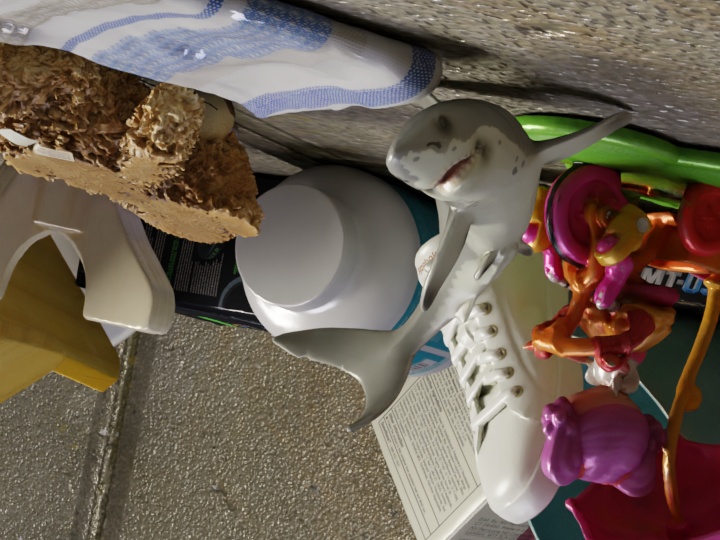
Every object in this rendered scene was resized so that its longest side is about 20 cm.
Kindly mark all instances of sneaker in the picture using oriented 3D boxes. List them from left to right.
[{"bbox_3d":[0.061,0.033,1.029,0.084,0.201,0.073,21,138,-22],"label":"sneaker"}]

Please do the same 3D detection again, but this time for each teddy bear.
[{"bbox_3d":[-0.129,-0.077,0.943,0.199,0.067,0.145,19,164,-17],"label":"teddy bear"}]

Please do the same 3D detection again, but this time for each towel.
[{"bbox_3d":[-0.083,-0.094,0.786,0.199,0.024,0.146,14,174,-31],"label":"towel"}]

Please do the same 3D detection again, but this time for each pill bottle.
[{"bbox_3d":[0.000,0.000,1.216,0.110,0.112,0.200,9,175,24],"label":"pill bottle"}]

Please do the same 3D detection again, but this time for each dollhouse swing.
[{"bbox_3d":[-0.282,0.026,1.315,0.201,0.181,0.176,56,175,26],"label":"dollhouse swing"}]

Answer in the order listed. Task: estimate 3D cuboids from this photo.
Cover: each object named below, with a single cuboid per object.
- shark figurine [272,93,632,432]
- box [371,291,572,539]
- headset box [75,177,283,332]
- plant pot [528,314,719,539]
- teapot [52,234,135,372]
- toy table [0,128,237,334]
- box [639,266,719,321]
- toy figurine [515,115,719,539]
[{"bbox_3d":[0.031,-0.031,0.865,0.090,0.128,0.215,50,152,20],"label":"shark figurine"},{"bbox_3d":[0.118,0.096,1.395,0.108,0.128,0.200,13,131,-38],"label":"box"},{"bbox_3d":[-0.073,-0.009,1.408,0.199,0.094,0.174,9,175,34],"label":"headset box"},{"bbox_3d":[0.193,0.108,1.158,0.134,0.202,0.200,-21,-169,-26],"label":"plant pot"},{"bbox_3d":[-0.275,-0.006,1.682,0.196,0.147,0.200,-18,164,-14],"label":"teapot"},{"bbox_3d":[-0.166,-0.035,1.148,0.183,0.118,0.199,15,175,-41],"label":"toy table"},{"bbox_3d":[0.227,0.010,1.189,0.197,0.050,0.200,10,177,9],"label":"box"},{"bbox_3d":[0.133,0.042,0.931,0.199,0.186,0.150,15,174,-36],"label":"toy figurine"}]
